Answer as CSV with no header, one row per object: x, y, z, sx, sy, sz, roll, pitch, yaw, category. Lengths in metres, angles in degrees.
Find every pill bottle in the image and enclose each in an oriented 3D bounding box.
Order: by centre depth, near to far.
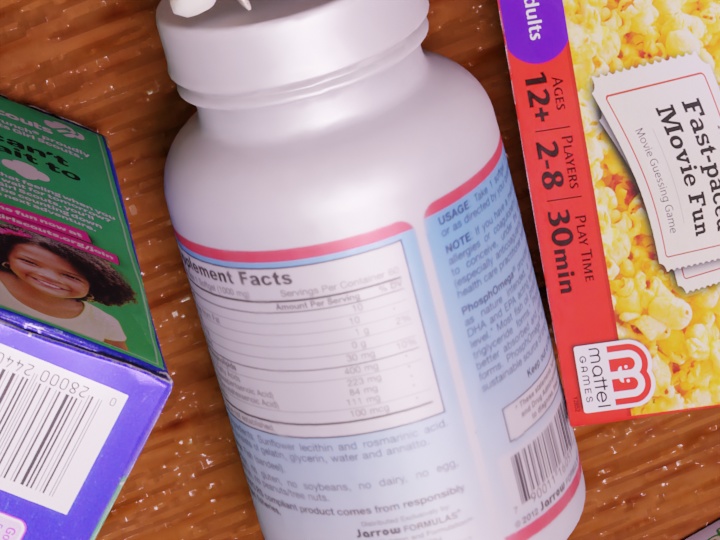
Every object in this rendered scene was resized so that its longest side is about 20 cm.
0.000,0.000,0.919,0.108,0.109,0.201,-16,112,-4,pill bottle

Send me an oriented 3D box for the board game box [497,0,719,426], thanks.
0.153,-0.041,0.911,0.199,0.046,0.152,-9,97,14,board game box

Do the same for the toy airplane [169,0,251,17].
-0.085,-0.167,0.836,0.198,0.141,0.201,-7,78,-15,toy airplane

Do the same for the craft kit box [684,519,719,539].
0.170,0.177,1.054,0.197,0.049,0.200,-29,113,4,craft kit box

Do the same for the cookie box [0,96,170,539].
-0.133,0.051,0.857,0.075,0.200,0.172,23,106,-19,cookie box
